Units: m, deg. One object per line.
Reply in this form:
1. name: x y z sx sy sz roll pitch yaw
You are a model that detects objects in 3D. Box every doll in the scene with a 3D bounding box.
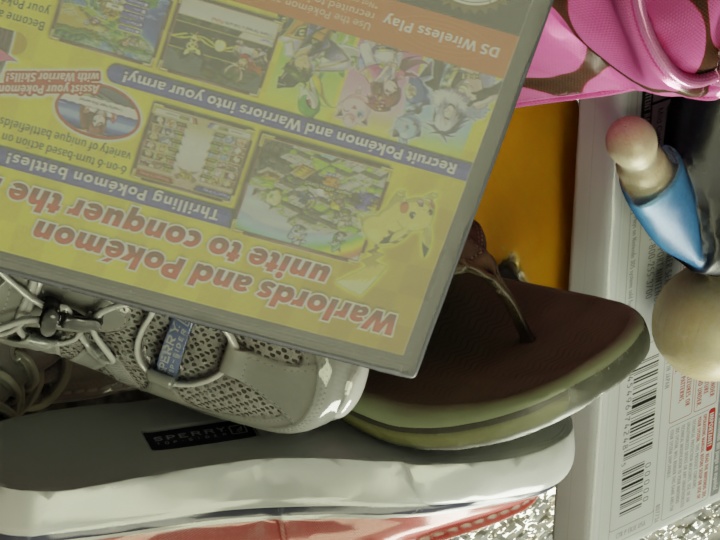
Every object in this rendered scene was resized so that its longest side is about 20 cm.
1. doll: 0.124 -0.056 0.951 0.136 0.048 0.201 -23 131 -47

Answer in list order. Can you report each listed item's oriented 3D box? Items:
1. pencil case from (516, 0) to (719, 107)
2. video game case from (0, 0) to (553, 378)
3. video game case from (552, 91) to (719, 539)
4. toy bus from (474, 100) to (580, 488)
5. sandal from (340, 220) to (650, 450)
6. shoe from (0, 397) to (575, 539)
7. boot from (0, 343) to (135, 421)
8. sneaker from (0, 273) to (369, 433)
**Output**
1. pencil case: 0.030 -0.081 0.898 0.091 0.199 0.094 -25 105 -48
2. video game case: -0.050 -0.078 0.803 0.199 0.026 0.182 15 109 -14
3. video game case: 0.141 -0.016 1.041 0.182 0.022 0.201 -21 123 -37
4. toy bus: 0.059 0.005 1.045 0.065 0.078 0.200 -46 137 -18
5. sandal: -0.001 0.000 0.947 0.080 0.200 0.058 -40 138 -37
6. shoe: -0.030 0.090 0.952 0.199 0.072 0.092 -6 116 -14
7. boot: -0.126 0.040 0.985 0.199 0.096 0.074 -3 129 -22
8. sneaker: -0.094 0.006 0.911 0.199 0.082 0.075 22 122 11
